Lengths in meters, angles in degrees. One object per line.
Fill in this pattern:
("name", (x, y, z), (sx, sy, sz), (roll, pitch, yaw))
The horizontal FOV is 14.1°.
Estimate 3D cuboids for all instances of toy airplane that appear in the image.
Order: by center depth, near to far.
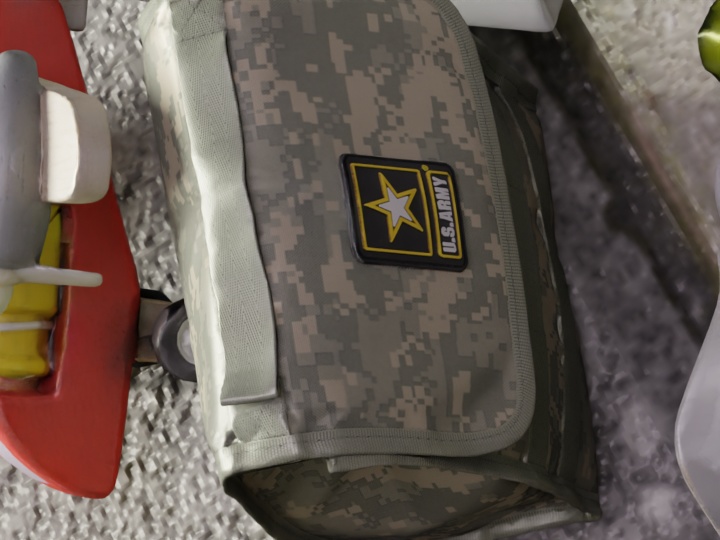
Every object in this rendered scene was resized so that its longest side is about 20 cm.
("toy airplane", (-0.138, -0.037, 1.017), (0.141, 0.200, 0.199), (-19, 56, -21))

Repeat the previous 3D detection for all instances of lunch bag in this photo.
("lunch bag", (0.000, 0.000, 0.959), (0.117, 0.200, 0.165), (-14, 74, 17))

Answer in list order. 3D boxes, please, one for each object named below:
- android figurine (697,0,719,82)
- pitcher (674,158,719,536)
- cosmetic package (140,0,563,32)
("android figurine", (0.208, -0.074, 0.920), (0.200, 0.182, 0.041), (15, 123, 51))
("pitcher", (0.207, -0.001, 0.939), (0.199, 0.121, 0.172), (-13, 54, 23))
("cosmetic package", (-0.001, -0.212, 0.989), (0.164, 0.165, 0.200), (6, 59, 22))
